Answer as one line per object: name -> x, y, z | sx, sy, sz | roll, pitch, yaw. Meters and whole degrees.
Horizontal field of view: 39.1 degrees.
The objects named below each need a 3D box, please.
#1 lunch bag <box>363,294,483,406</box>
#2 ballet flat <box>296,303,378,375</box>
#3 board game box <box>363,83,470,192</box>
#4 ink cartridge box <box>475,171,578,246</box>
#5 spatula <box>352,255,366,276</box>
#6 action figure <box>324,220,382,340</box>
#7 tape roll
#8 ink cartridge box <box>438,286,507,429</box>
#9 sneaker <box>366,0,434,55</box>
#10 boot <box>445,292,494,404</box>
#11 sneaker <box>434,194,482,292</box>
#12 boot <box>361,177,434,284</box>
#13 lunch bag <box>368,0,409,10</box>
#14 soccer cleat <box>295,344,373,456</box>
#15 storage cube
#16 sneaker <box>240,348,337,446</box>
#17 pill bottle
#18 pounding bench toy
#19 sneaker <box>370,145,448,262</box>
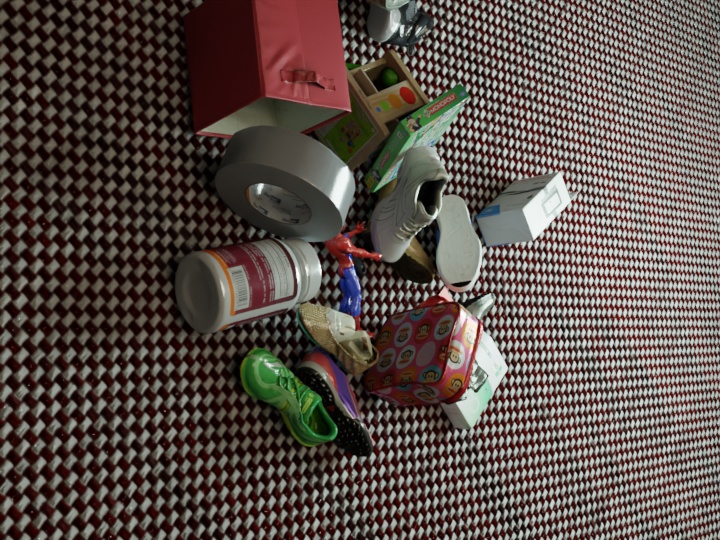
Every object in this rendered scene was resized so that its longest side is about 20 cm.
lunch bag -> 0.102, 0.125, 1.643 | 0.081, 0.198, 0.179 | 33, 63, -31
ballet flat -> -0.028, 0.097, 1.548 | 0.200, 0.064, 0.072 | 46, 29, -54
board game box -> 0.088, -0.211, 1.636 | 0.134, 0.200, 0.029 | -35, 82, -27
ink cartridge box -> 0.324, -0.128, 1.959 | 0.200, 0.115, 0.069 | -41, 113, -41
spatula -> -0.048, -0.055, 1.640 | 0.200, 0.020, 0.057 | 47, 60, -32
action figure -> 0.000, 0.000, 1.630 | 0.098, 0.065, 0.204 | -23, 109, -28
tape roll -> -0.109, -0.122, 1.464 | 0.200, 0.198, 0.067 | 38, 59, -34
ink cartridge box -> 0.176, 0.155, 1.819 | 0.161, 0.049, 0.202 | -50, 120, -37
sneaker -> 0.078, -0.483, 1.794 | 0.113, 0.075, 0.204 | 21, 76, -42
boot -> 0.187, 0.138, 1.785 | 0.199, 0.067, 0.132 | -37, 99, -31
sneaker -> 0.171, -0.016, 1.772 | 0.148, 0.079, 0.203 | 78, 6, -53
boot -> 0.093, -0.104, 1.760 | 0.175, 0.065, 0.203 | 41, 56, -34
lunch bag -> 0.015, -0.519, 1.647 | 0.198, 0.141, 0.168 | 33, 47, 16
soccer cleat -> -0.030, 0.206, 1.595 | 0.202, 0.067, 0.074 | 58, 38, -23
storage cube -> -0.135, -0.300, 1.470 | 0.169, 0.198, 0.184 | 1, 77, -44
sneaker -> -0.101, 0.185, 1.510 | 0.200, 0.083, 0.075 | 49, 54, -28
pill bottle -> -0.157, 0.015, 1.456 | 0.198, 0.113, 0.117 | -14, 94, -45
pounding bench toy -> -0.002, -0.290, 1.644 | 0.155, 0.124, 0.202 | -31, 85, -43
sneaker -> 0.079, -0.091, 1.611 | 0.077, 0.100, 0.203 | 8, 118, -28
